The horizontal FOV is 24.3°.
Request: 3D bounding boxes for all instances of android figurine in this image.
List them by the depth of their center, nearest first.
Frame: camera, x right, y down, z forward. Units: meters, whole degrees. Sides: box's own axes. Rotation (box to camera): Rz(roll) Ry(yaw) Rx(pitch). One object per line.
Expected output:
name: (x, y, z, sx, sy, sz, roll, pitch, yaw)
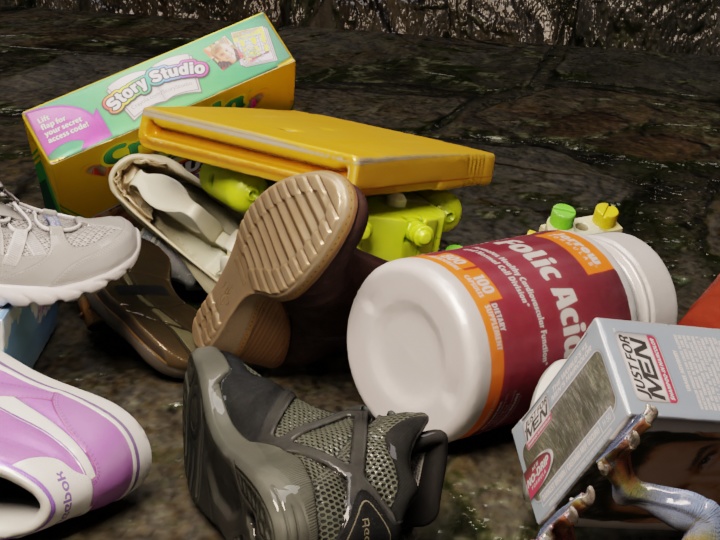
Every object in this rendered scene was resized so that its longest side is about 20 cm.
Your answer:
android figurine: (-0.017, -0.049, 1.172, 0.182, 0.041, 0.200, 5, 14, -24)

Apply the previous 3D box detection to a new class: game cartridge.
game cartridge: (-0.026, -0.084, 1.170, 0.176, 0.032, 0.200, 15, 11, 29)

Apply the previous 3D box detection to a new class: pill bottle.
pill bottle: (0.100, 0.035, 1.045, 0.200, 0.114, 0.114, -11, 20, -41)

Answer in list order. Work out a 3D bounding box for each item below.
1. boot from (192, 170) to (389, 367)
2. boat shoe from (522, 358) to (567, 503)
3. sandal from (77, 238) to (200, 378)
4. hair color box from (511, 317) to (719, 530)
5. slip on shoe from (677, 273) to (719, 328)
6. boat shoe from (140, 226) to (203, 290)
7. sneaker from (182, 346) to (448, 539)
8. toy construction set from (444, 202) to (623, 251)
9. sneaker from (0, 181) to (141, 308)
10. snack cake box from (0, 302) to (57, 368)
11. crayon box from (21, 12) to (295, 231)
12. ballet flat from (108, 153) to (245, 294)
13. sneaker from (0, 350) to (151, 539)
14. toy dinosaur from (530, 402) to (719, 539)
boot: (0.000, 0.000, 1.067, 0.166, 0.072, 0.200, 1, -29, -32)
boat shoe: (0.147, 0.087, 0.945, 0.065, 0.074, 0.202, 6, 8, 28)
sandal: (-0.158, 0.028, 1.161, 0.082, 0.055, 0.200, 3, 27, -36)
hair color box: (0.189, 0.082, 0.840, 0.200, 0.099, 0.061, 6, 48, -22)
slip on shoe: (0.274, 0.028, 1.215, 0.074, 0.061, 0.200, 13, 19, 27)
boat shoe: (-0.104, -0.016, 1.322, 0.071, 0.070, 0.201, 34, 19, 16)
sneaker: (-0.027, 0.097, 0.874, 0.114, 0.076, 0.199, -2, 18, -24)
toy construction set: (0.097, 0.005, 1.208, 0.200, 0.092, 0.131, -4, 39, 2)
sneaker: (-0.228, -0.024, 1.013, 0.200, 0.082, 0.075, -3, 17, -26)
snack cake box: (-0.269, 0.031, 1.085, 0.115, 0.067, 0.200, 2, 15, -2)
crayon box: (-0.151, -0.098, 1.301, 0.200, 0.058, 0.173, -26, -21, -15)
ballet flat: (-0.101, -0.021, 1.194, 0.200, 0.069, 0.069, 35, 25, 16)
sneaker: (-0.223, 0.087, 0.880, 0.200, 0.073, 0.114, 11, 20, 27)
toy dinosaur: (0.173, 0.142, 0.722, 0.181, 0.200, 0.105, 41, 62, 5)
